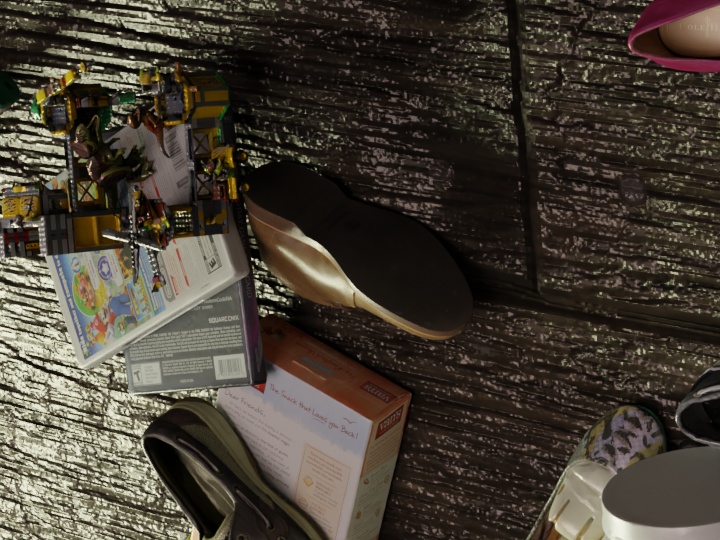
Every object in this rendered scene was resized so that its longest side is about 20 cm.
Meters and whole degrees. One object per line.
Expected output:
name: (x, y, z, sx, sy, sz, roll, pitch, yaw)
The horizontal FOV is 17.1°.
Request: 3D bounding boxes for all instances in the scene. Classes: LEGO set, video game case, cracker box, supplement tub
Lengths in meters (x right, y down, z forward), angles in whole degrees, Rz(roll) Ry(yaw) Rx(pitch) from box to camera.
LEGO set: (-0.185, -0.072, 1.682, 0.200, 0.116, 0.154, 10, 102, 44)
video game case: (-0.167, -0.028, 1.767, 0.200, 0.018, 0.144, -30, 75, 43)
cracker box: (-0.047, 0.150, 1.787, 0.134, 0.058, 0.201, 29, 126, 24)
video game case: (-0.133, -0.012, 1.759, 0.143, 0.019, 0.201, -7, 89, 46)
supplement tub: (0.230, 0.230, 1.554, 0.145, 0.145, 0.201, 3, 112, 36)

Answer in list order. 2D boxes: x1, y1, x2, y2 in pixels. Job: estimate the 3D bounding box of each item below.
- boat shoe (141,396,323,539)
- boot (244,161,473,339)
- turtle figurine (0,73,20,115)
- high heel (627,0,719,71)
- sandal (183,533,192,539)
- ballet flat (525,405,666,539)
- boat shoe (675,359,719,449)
boat shoe: (-0.091, 0.187, 1.755, 0.201, 0.066, 0.072, 53, 132, 6)
boot: (0.000, 0.000, 1.684, 0.200, 0.074, 0.076, 34, 143, 29)
turtle figurine: (-0.357, -0.102, 1.880, 0.150, 0.101, 0.200, 42, 116, -5)
high heel: (0.257, -0.143, 1.390, 0.199, 0.096, 0.068, 10, 116, 34)
sandal: (-0.098, 0.299, 1.887, 0.087, 0.079, 0.201, -16, 99, 45)
ballet flat: (0.151, 0.180, 1.643, 0.072, 0.072, 0.201, 37, 128, 18)
boat shoe: (0.292, 0.093, 1.493, 0.199, 0.068, 0.072, 8, 115, 35)
